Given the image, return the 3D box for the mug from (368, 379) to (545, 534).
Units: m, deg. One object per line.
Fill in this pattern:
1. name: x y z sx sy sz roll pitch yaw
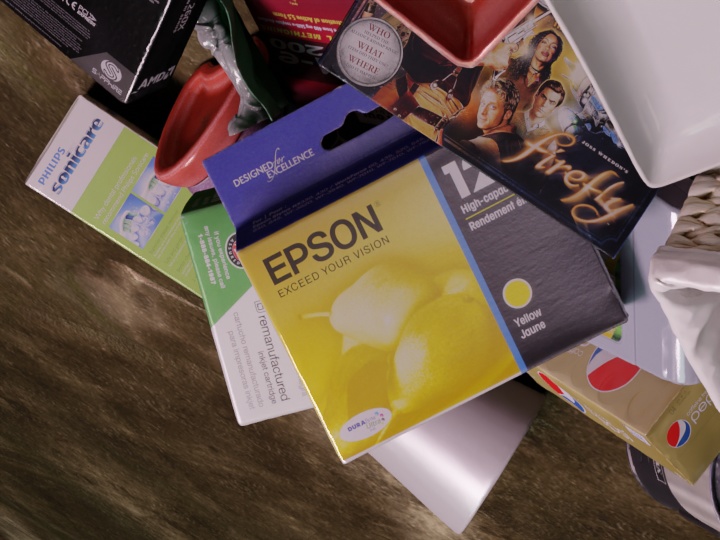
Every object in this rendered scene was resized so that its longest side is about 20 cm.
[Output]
1. mug: 0.066 0.148 1.280 0.152 0.150 0.187 32 149 7

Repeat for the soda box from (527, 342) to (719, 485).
1. soda box: 0.177 0.069 0.956 0.064 0.068 0.200 42 176 -30

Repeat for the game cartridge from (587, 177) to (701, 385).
1. game cartridge: 0.145 -0.022 0.871 0.199 0.040 0.135 27 127 51

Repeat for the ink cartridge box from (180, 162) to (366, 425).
1. ink cartridge box: 0.000 0.000 0.884 0.197 0.149 0.083 -15 -169 4

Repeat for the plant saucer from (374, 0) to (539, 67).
1. plant saucer: 0.039 -0.224 0.639 0.199 0.037 0.200 35 127 -15

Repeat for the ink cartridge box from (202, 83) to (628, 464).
1. ink cartridge box: 0.032 -0.018 0.815 0.202 0.196 0.047 62 -174 -9

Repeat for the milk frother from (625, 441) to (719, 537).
1. milk frother: 0.323 0.155 1.001 0.197 0.183 0.188 -15 -176 -6

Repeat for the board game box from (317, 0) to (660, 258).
1. board game box: 0.094 -0.118 0.753 0.199 0.136 0.035 31 -172 -9

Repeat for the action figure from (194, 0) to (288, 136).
1. action figure: -0.107 -0.185 0.854 0.118 0.054 0.202 -136 21 -79

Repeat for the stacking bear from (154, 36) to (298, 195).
1. stacking bear: -0.046 -0.064 1.031 0.199 0.115 0.121 34 156 -25

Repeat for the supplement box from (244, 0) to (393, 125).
1. supplement box: -0.015 -0.175 0.835 0.108 0.061 0.201 13 152 28

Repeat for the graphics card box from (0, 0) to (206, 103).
1. graphics card box: -0.128 -0.210 0.757 0.125 0.051 0.201 38 123 9

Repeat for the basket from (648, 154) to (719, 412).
1. basket: 0.294 0.006 0.745 0.196 0.162 0.200 8 149 38

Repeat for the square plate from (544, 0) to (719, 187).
1. square plate: 0.194 -0.142 0.645 0.198 0.029 0.198 -21 135 21

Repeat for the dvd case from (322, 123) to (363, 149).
1. dvd case: 0.016 -0.018 0.997 0.198 0.025 0.150 22 128 -34

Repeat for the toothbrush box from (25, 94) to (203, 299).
1. toothbrush box: -0.166 -0.056 1.122 0.199 0.087 0.146 32 -179 -11
